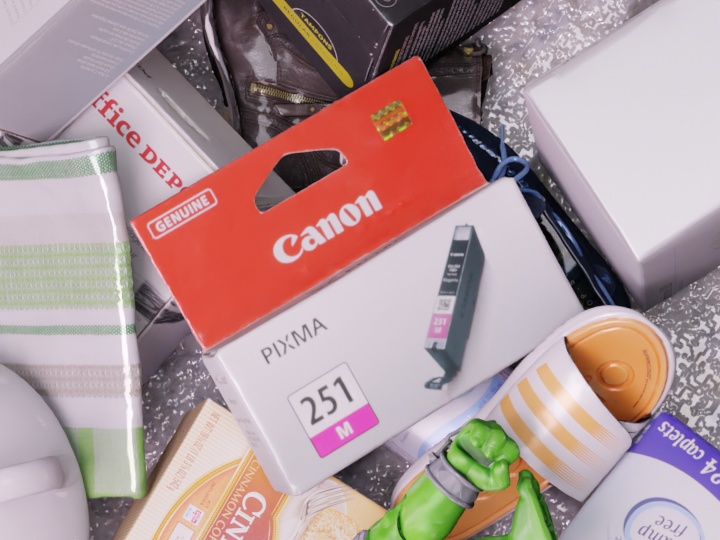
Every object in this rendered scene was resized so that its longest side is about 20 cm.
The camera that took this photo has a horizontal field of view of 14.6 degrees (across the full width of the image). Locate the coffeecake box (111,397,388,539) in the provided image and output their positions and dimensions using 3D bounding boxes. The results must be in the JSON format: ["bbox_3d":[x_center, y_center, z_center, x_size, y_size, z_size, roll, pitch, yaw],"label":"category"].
[{"bbox_3d":[-0.047,0.192,1.585,0.200,0.073,0.154,32,74,-7],"label":"coffeecake box"}]

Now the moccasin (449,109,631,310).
[{"bbox_3d":[0.089,-0.028,1.636,0.200,0.068,0.081,39,94,-6],"label":"moccasin"}]

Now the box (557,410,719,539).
[{"bbox_3d":[0.184,0.214,1.597,0.184,0.105,0.200,37,88,11],"label":"box"}]

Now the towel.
[{"bbox_3d":[-0.186,0.029,1.579,0.149,0.031,0.201,-3,94,40],"label":"towel"}]

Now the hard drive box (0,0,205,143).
[{"bbox_3d":[-0.158,-0.195,1.563,0.200,0.077,0.156,-38,58,25],"label":"hard drive box"}]

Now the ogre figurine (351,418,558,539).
[{"bbox_3d":[0.062,0.187,1.509,0.120,0.098,0.200,-22,123,8],"label":"ogre figurine"}]

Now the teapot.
[{"bbox_3d":[-0.254,0.141,1.547,0.197,0.146,0.201,33,118,29],"label":"teapot"}]

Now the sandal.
[{"bbox_3d":[0.098,0.105,1.567,0.079,0.059,0.207,35,119,-21],"label":"sandal"}]

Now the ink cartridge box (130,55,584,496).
[{"bbox_3d":[0.000,0.000,1.557,0.200,0.044,0.174,-31,97,-15],"label":"ink cartridge box"}]

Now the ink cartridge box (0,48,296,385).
[{"bbox_3d":[-0.155,-0.018,1.645,0.147,0.083,0.200,46,109,14],"label":"ink cartridge box"}]

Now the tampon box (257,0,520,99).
[{"bbox_3d":[0.035,-0.219,1.633,0.200,0.126,0.150,-35,79,-21],"label":"tampon box"}]

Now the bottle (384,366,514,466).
[{"bbox_3d":[0.012,0.049,1.658,0.200,0.065,0.084,38,92,10],"label":"bottle"}]

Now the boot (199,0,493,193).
[{"bbox_3d":[-0.007,-0.124,1.694,0.173,0.069,0.201,-3,86,0],"label":"boot"}]

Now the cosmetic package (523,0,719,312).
[{"bbox_3d":[0.208,-0.088,1.588,0.200,0.199,0.123,-32,80,1],"label":"cosmetic package"}]
